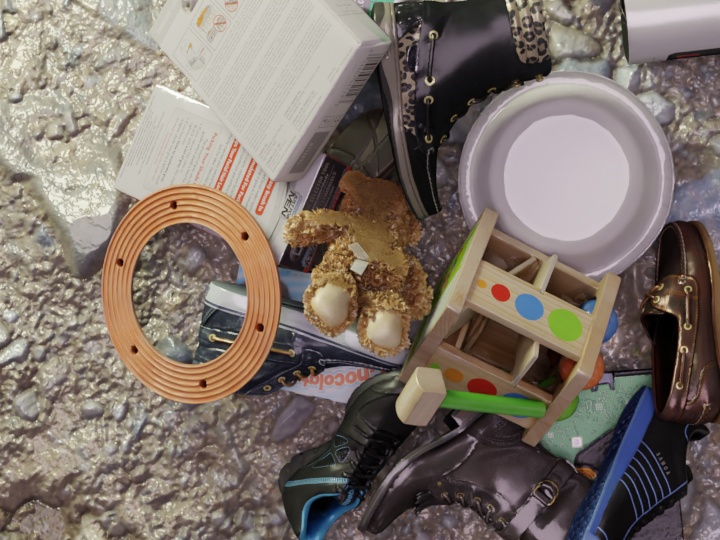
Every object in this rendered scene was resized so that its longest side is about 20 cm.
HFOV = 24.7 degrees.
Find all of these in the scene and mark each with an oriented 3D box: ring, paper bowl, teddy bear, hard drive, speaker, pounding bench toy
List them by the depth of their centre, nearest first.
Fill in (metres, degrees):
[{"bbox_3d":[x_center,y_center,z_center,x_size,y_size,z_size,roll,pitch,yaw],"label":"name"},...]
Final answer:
[{"bbox_3d":[0.129,0.081,1.444,0.156,0.124,0.200,27,49,-3],"label":"pounding bench toy"},{"bbox_3d":[0.000,0.000,1.455,0.144,0.200,0.067,7,133,-20],"label":"teddy bear"},{"bbox_3d":[-0.154,0.021,1.509,0.200,0.019,0.201,3,95,29],"label":"ring"},{"bbox_3d":[0.338,-0.240,1.514,0.199,0.081,0.082,-6,90,5],"label":"speaker"},{"bbox_3d":[0.189,-0.084,1.519,0.200,0.104,0.202,0,90,7],"label":"paper bowl"},{"bbox_3d":[0.229,0.195,1.548,0.139,0.038,0.201,-6,90,6],"label":"hard drive"}]

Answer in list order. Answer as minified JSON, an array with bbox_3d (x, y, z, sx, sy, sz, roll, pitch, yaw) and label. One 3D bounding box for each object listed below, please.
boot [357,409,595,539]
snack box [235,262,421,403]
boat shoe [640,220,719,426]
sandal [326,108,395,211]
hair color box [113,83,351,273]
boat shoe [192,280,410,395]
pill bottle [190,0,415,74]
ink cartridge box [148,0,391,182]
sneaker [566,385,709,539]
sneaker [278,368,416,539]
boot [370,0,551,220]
[{"bbox_3d":[0.116,0.218,1.504,0.200,0.069,0.174,-43,85,-2],"label":"boot"},{"bbox_3d":[-0.026,0.064,1.573,0.199,0.037,0.117,11,93,5],"label":"snack box"},{"bbox_3d":[0.289,0.043,1.492,0.070,0.070,0.201,3,61,-11],"label":"boat shoe"},{"bbox_3d":[-0.029,-0.076,1.563,0.200,0.055,0.082,-42,68,7],"label":"sandal"},{"bbox_3d":[-0.121,-0.087,1.540,0.199,0.064,0.111,25,93,27],"label":"hair color box"},{"bbox_3d":[-0.057,0.079,1.528,0.199,0.071,0.091,16,100,10],"label":"boat shoe"},{"bbox_3d":[-0.051,-0.245,1.529,0.199,0.113,0.114,5,91,5],"label":"pill bottle"},{"bbox_3d":[-0.084,-0.203,1.452,0.200,0.050,0.161,50,124,22],"label":"ink cartridge box"},{"bbox_3d":[0.247,0.201,1.468,0.078,0.070,0.200,29,69,0],"label":"sneaker"},{"bbox_3d":[0.002,0.174,1.521,0.073,0.082,0.200,26,119,-27],"label":"sneaker"},{"bbox_3d":[0.097,-0.150,1.457,0.153,0.074,0.204,-11,114,1],"label":"boot"}]
